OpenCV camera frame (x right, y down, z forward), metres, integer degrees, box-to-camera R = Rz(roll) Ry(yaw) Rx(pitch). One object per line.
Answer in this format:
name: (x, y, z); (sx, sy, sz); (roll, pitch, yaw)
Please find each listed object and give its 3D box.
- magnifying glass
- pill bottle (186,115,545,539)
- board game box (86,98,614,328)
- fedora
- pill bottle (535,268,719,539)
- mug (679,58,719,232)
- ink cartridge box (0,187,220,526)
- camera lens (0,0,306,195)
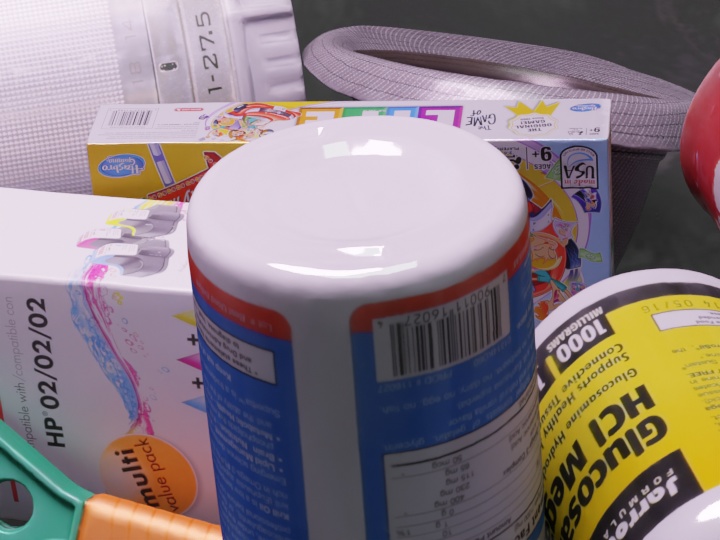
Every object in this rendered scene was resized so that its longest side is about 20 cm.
magnifying glass: (-0.122, 0.089, 1.067); (0.199, 0.080, 0.022); (14, 8, 9)
pill bottle: (0.005, 0.059, 0.961); (0.112, 0.201, 0.112); (-3, 31, 2)
board game box: (0.000, 0.000, 1.126); (0.199, 0.135, 0.034); (-1, 31, 7)
fedora: (0.058, -0.044, 1.210); (0.176, 0.091, 0.200); (5, 10, -18)
pill bottle: (0.123, 0.093, 0.975); (0.112, 0.113, 0.200); (-10, 31, -9)
mug: (0.232, 0.005, 1.072); (0.177, 0.134, 0.200); (0, 44, -17)
ink cartridge box: (-0.092, 0.036, 1.096); (0.199, 0.115, 0.068); (5, 31, 16)
camera lens: (-0.132, -0.075, 1.243); (0.199, 0.160, 0.160); (-9, 31, -8)
